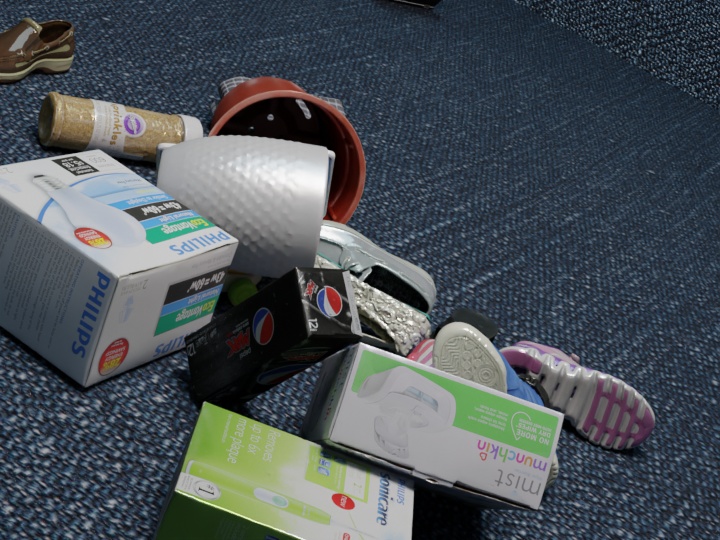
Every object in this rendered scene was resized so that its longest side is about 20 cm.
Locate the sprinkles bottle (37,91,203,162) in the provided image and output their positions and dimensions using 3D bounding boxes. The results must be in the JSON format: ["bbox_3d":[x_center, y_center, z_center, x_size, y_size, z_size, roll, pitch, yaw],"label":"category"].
[{"bbox_3d":[-0.298,-0.173,1.778,0.199,0.069,0.068,7,29,-32],"label":"sprinkles bottle"}]

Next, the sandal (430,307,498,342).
[{"bbox_3d":[0.117,0.076,1.663,0.075,0.048,0.200,26,23,6],"label":"sandal"}]

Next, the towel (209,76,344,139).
[{"bbox_3d":[-0.098,-0.188,1.971,0.199,0.086,0.166,12,27,-25],"label":"towel"}]

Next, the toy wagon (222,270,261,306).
[{"bbox_3d":[-0.205,-0.021,1.583,0.199,0.040,0.155,7,29,-34],"label":"toy wagon"}]

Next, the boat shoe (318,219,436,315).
[{"bbox_3d":[0.000,0.001,1.685,0.200,0.070,0.072,23,18,-8],"label":"boat shoe"}]

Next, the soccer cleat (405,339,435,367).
[{"bbox_3d":[0.053,0.124,1.493,0.076,0.067,0.200,16,27,-4],"label":"soccer cleat"}]

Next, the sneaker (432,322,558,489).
[{"bbox_3d":[0.139,0.126,1.475,0.200,0.077,0.111,54,15,-14],"label":"sneaker"}]

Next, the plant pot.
[{"bbox_3d":[-0.108,-0.147,1.768,0.200,0.202,0.195,16,17,-16],"label":"plant pot"}]

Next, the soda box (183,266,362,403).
[{"bbox_3d":[-0.085,0.064,1.324,0.063,0.200,0.071,2,68,-38],"label":"soda box"}]

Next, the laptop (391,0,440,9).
[{"bbox_3d":[0.091,-0.629,3.015,0.186,0.116,0.200,4,31,-38],"label":"laptop"}]

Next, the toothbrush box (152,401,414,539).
[{"bbox_3d":[-0.063,0.210,1.180,0.199,0.086,0.146,23,23,-5],"label":"toothbrush box"}]

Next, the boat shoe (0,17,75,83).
[{"bbox_3d":[-0.454,-0.302,1.893,0.074,0.075,0.202,30,25,15],"label":"boat shoe"}]

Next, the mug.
[{"bbox_3d":[-0.135,-0.071,1.553,0.174,0.149,0.200,8,-4,-7],"label":"mug"}]

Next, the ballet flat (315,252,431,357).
[{"bbox_3d":[-0.014,0.036,1.610,0.199,0.072,0.072,29,24,14],"label":"ballet flat"}]

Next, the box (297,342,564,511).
[{"bbox_3d":[0.058,0.149,1.309,0.199,0.097,0.176,20,-12,-7],"label":"box"}]

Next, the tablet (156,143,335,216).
[{"bbox_3d":[-0.133,-0.102,1.628,0.199,0.130,0.014,1,57,-7],"label":"tablet"}]

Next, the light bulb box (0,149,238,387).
[{"bbox_3d":[-0.264,-0.009,1.400,0.199,0.125,0.198,32,25,20],"label":"light bulb box"}]

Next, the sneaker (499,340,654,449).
[{"bbox_3d":[0.243,0.133,1.633,0.199,0.081,0.088,24,16,3],"label":"sneaker"}]
